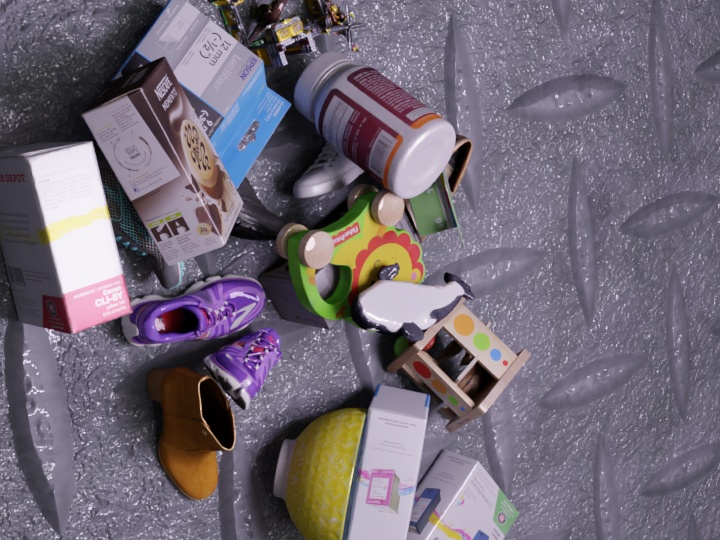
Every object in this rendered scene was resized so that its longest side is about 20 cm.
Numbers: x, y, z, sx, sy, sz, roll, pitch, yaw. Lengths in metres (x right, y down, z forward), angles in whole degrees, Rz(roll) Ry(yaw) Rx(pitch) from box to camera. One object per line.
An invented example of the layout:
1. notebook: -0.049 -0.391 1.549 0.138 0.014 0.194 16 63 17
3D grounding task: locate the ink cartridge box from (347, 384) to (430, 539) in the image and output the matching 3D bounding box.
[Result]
1. ink cartridge box: 0.041 0.280 1.568 0.084 0.145 0.201 11 99 4

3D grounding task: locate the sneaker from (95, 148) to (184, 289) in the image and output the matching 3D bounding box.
1. sneaker: -0.286 -0.059 1.352 0.091 0.077 0.201 -31 106 -23

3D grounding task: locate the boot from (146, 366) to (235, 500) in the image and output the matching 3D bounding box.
1. boot: -0.199 0.215 1.393 0.071 0.144 0.202 -29 112 -32

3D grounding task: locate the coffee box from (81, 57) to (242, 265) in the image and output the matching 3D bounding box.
1. coffee box: -0.221 -0.125 1.270 0.113 0.079 0.201 -79 146 -61

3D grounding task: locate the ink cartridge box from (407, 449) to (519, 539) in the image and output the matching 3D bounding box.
1. ink cartridge box: 0.135 0.404 1.716 0.200 0.087 0.146 -50 122 -22

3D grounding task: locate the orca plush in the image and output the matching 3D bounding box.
1. orca plush: 0.054 0.046 1.459 0.200 0.071 0.105 -30 83 -45

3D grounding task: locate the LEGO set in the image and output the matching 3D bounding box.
1. LEGO set: -0.088 -0.344 1.444 0.199 0.116 0.155 -22 108 -35

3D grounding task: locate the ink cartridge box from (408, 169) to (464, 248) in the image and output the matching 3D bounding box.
1. ink cartridge box: 0.091 -0.118 1.529 0.059 0.201 0.104 -15 127 6

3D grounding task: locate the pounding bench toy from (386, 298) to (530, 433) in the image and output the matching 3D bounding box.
1. pounding bench toy: 0.124 0.142 1.667 0.156 0.200 0.124 43 62 1

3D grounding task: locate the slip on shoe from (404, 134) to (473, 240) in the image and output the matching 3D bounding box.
1. slip on shoe: 0.108 -0.117 1.660 0.076 0.060 0.201 42 69 -33

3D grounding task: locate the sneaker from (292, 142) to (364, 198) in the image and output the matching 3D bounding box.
1. sneaker: -0.033 -0.165 1.542 0.200 0.073 0.085 -37 114 -42

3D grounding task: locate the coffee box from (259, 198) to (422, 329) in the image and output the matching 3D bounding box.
1. coffee box: -0.025 -0.016 1.530 0.200 0.113 0.080 -43 119 -28

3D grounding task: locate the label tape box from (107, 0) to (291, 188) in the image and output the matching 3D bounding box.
1. label tape box: -0.191 -0.219 1.371 0.200 0.066 0.144 35 71 -13

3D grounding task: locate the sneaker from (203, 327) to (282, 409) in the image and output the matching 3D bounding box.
1. sneaker: -0.141 0.109 1.404 0.083 0.200 0.081 -40 99 8

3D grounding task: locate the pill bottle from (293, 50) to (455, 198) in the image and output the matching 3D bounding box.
1. pill bottle: 0.014 -0.191 1.427 0.114 0.200 0.114 -37 152 -24

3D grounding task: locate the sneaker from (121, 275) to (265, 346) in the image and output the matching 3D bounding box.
1. sneaker: -0.199 0.060 1.407 0.199 0.083 0.081 -17 105 -37

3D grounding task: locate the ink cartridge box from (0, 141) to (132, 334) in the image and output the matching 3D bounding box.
1. ink cartridge box: -0.344 -0.041 1.251 0.083 0.145 0.201 -21 107 -36

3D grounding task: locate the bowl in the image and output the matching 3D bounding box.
1. bowl: -0.059 0.279 1.520 0.107 0.200 0.201 10 87 4

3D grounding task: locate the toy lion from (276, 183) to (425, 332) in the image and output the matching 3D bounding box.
1. toy lion: 0.000 0.000 1.447 0.200 0.068 0.193 -31 120 -33

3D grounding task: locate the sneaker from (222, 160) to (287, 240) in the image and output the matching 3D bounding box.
1. sneaker: -0.168 -0.098 1.436 0.199 0.076 0.091 26 72 -39
